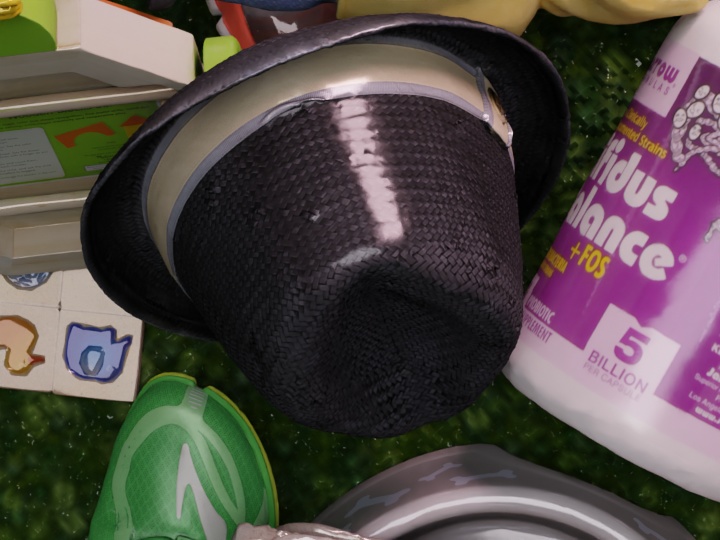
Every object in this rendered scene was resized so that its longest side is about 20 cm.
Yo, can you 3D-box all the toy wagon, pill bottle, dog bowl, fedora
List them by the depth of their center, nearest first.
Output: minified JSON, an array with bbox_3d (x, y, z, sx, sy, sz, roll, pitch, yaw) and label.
[{"bbox_3d":[0.000,0.000,0.928,0.200,0.201,0.092,-22,62,3],"label":"fedora"},{"bbox_3d":[-0.115,-0.055,0.938,0.154,0.200,0.040,-7,62,4],"label":"toy wagon"},{"bbox_3d":[0.141,-0.027,0.964,0.112,0.112,0.201,29,96,2],"label":"pill bottle"},{"bbox_3d":[0.051,0.167,1.004,0.199,0.059,0.201,0,90,3],"label":"dog bowl"}]

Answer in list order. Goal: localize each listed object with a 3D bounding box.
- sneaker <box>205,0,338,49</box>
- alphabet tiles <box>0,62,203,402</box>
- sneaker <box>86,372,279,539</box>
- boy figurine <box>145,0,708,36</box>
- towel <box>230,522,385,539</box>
[{"bbox_3d":[-0.019,-0.130,0.981,0.200,0.077,0.082,49,129,2],"label":"sneaker"},{"bbox_3d":[-0.144,-0.038,1.038,0.199,0.008,0.168,5,90,3],"label":"alphabet tiles"},{"bbox_3d":[-0.083,0.138,0.995,0.074,0.084,0.201,16,91,10],"label":"sneaker"},{"bbox_3d":[0.026,-0.124,0.924,0.199,0.065,0.125,2,130,-10],"label":"boy figurine"},{"bbox_3d":[0.033,0.173,0.960,0.199,0.034,0.133,17,93,2],"label":"towel"}]
